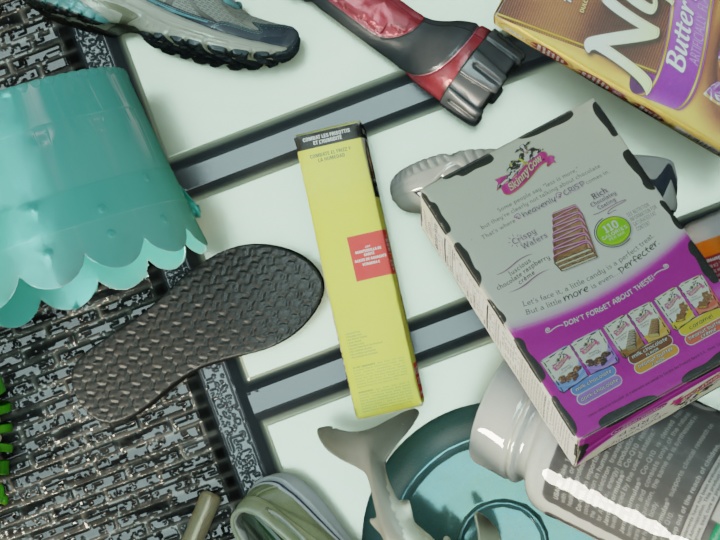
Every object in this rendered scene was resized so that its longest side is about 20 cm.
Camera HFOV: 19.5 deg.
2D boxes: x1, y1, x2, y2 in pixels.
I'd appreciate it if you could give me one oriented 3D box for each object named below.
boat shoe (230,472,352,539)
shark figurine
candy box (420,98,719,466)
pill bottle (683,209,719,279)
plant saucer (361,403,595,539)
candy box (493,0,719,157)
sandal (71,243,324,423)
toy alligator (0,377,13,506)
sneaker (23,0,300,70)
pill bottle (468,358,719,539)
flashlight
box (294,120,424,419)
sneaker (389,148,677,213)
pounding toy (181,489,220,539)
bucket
[{"bbox_3d":[-0.015,0.229,1.451,0.200,0.062,0.072,45,124,8],"label":"boat shoe"},{"bbox_3d":[0.041,0.202,1.399,0.214,0.128,0.089,46,129,-12],"label":"shark figurine"},{"bbox_3d":[0.144,0.006,1.347,0.136,0.061,0.200,-27,69,-10],"label":"candy box"},{"bbox_3d":[0.304,0.043,1.421,0.113,0.113,0.200,-22,89,3],"label":"pill bottle"},{"bbox_3d":[0.100,0.193,1.473,0.199,0.027,0.201,0,90,2],"label":"plant saucer"},{"bbox_3d":[0.200,-0.163,1.362,0.200,0.056,0.117,30,92,4],"label":"candy box"},{"bbox_3d":[-0.115,0.039,1.479,0.200,0.048,0.075,-28,90,15],"label":"sandal"},{"bbox_3d":[-0.271,0.145,1.480,0.054,0.059,0.201,-3,89,-38],"label":"toy alligator"},{"bbox_3d":[-0.134,-0.199,1.462,0.199,0.078,0.087,17,87,3],"label":"sneaker"},{"bbox_3d":[0.180,0.127,1.385,0.200,0.113,0.113,26,91,21],"label":"pill bottle"},{"bbox_3d":[0.018,-0.184,1.458,0.200,0.068,0.068,38,93,2],"label":"flashlight"},{"bbox_3d":[0.000,0.000,1.455,0.050,0.075,0.201,-12,88,2],"label":"box"},{"bbox_3d":[0.120,-0.013,1.445,0.199,0.079,0.130,2,81,-7],"label":"sneaker"},{"bbox_3d":[-0.149,0.290,1.445,0.184,0.142,0.200,-31,86,17],"label":"pounding toy"},{"bbox_3d":[-0.218,-0.044,1.407,0.207,0.207,0.135,-19,87,3],"label":"bucket"}]
